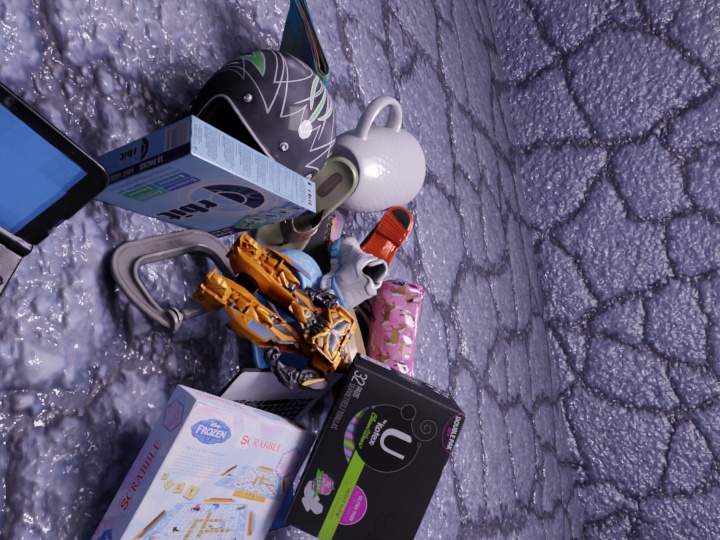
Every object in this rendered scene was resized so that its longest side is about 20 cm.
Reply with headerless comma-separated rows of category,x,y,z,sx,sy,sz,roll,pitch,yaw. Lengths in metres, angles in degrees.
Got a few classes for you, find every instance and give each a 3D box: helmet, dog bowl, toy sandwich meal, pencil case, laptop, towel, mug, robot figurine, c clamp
helmet,-0.125,-0.196,0.724,0.200,0.190,0.201,34,47,-48
dog bowl,-0.103,0.069,0.745,0.050,0.111,0.202,7,73,-73
toy sandwich meal,-0.030,0.140,0.833,0.205,0.070,0.207,-14,90,-88
pencil case,0.057,0.117,0.919,0.082,0.086,0.202,10,83,-19
laptop,-0.113,0.229,0.671,0.187,0.200,0.116,14,34,-53
towel,-0.096,-0.310,0.840,0.022,0.200,0.148,-16,82,-19
mug,0.017,-0.194,0.910,0.175,0.147,0.201,-21,135,-56
robot figurine,-0.089,0.051,0.642,0.200,0.058,0.145,37,48,-9
c clamp,-0.189,0.020,0.647,0.200,0.027,0.171,-14,69,-55

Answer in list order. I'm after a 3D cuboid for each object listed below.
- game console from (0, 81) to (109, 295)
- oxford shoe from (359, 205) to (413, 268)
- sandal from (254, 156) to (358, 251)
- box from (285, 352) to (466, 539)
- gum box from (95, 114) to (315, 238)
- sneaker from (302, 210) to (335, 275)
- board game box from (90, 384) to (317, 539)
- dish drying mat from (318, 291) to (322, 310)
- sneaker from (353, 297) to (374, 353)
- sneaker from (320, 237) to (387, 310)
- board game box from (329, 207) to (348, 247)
game console,-0.328,-0.057,0.401,0.200,0.118,0.172,46,42,-42
oxford shoe,0.019,-0.020,0.938,0.071,0.073,0.200,41,78,-4
sandal,-0.085,-0.084,0.781,0.080,0.201,0.057,39,15,-14
box,0.018,0.228,0.670,0.124,0.148,0.201,54,59,-88
gum box,-0.177,-0.096,0.626,0.200,0.169,0.045,20,63,-56
sneaker,-0.061,-0.063,0.866,0.200,0.106,0.075,52,22,-38
board game box,-0.161,0.242,0.576,0.200,0.041,0.200,39,77,-49
dish drying mat,-0.087,0.092,0.870,0.077,0.018,0.201,37,49,-49
sneaker,0.004,0.128,0.979,0.086,0.080,0.201,-30,100,-45
sneaker,0.000,0.000,0.798,0.200,0.086,0.075,-85,153,-63
board game box,-0.071,-0.160,0.966,0.153,0.040,0.201,55,37,-36
